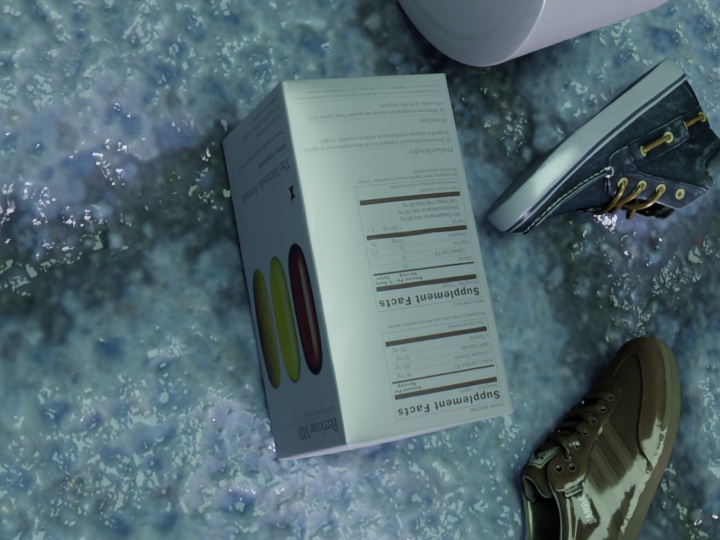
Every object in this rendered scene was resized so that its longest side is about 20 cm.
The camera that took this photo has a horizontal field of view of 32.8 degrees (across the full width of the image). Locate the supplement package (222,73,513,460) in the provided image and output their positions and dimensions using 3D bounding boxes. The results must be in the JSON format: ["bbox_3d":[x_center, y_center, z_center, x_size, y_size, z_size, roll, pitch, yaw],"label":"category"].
[{"bbox_3d":[0.000,0.000,0.722,0.108,0.114,0.203,-7,80,-26],"label":"supplement package"}]

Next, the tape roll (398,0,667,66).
[{"bbox_3d":[0.108,-0.247,0.778,0.138,0.202,0.205,-22,87,-26],"label":"tape roll"}]

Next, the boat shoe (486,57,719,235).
[{"bbox_3d":[0.178,-0.063,0.836,0.200,0.071,0.091,-38,90,-28],"label":"boat shoe"}]

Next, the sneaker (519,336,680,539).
[{"bbox_3d":[0.145,0.124,0.781,0.075,0.070,0.202,26,69,-15],"label":"sneaker"}]
